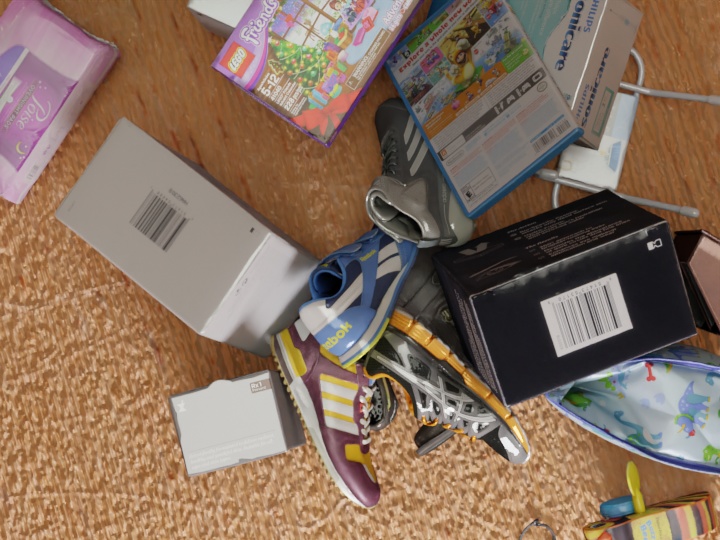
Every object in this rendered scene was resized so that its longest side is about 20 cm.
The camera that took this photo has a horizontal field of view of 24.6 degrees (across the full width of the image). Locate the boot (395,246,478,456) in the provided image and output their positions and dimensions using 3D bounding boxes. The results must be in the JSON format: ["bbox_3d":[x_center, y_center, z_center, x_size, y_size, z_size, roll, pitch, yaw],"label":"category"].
[{"bbox_3d":[0.069,0.070,1.714,0.173,0.069,0.201,37,84,6],"label":"boot"}]

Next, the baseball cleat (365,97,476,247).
[{"bbox_3d":[0.041,-0.103,1.661,0.105,0.070,0.201,-6,45,-29],"label":"baseball cleat"}]

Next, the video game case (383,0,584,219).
[{"bbox_3d":[0.117,-0.172,1.616,0.143,0.018,0.201,-38,64,23],"label":"video game case"}]

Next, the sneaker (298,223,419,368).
[{"bbox_3d":[0.000,0.000,1.634,0.082,0.201,0.074,35,135,-12],"label":"sneaker"}]

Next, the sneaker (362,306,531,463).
[{"bbox_3d":[0.087,0.126,1.628,0.200,0.078,0.077,42,89,-5],"label":"sneaker"}]

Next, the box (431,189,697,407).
[{"bbox_3d":[0.190,0.021,1.575,0.194,0.200,0.119,-20,104,-3],"label":"box"}]

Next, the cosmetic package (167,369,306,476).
[{"bbox_3d":[-0.119,0.151,1.649,0.105,0.200,0.091,-15,88,4],"label":"cosmetic package"}]

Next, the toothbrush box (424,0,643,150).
[{"bbox_3d":[0.162,-0.220,1.656,0.198,0.085,0.148,18,90,35],"label":"toothbrush box"}]

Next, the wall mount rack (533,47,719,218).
[{"bbox_3d":[0.274,-0.134,1.695,0.172,0.075,0.203,14,90,4],"label":"wall mount rack"}]

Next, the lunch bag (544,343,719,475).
[{"bbox_3d":[0.272,0.121,1.642,0.197,0.170,0.129,9,91,3],"label":"lunch bag"}]

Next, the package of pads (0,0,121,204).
[{"bbox_3d":[-0.354,-0.183,1.731,0.120,0.076,0.201,34,91,5],"label":"package of pads"}]

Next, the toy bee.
[{"bbox_3d":[0.270,0.276,1.672,0.199,0.109,0.132,-35,89,2],"label":"toy bee"}]

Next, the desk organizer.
[{"bbox_3d":[0.335,0.011,1.628,0.071,0.200,0.078,30,93,3],"label":"desk organizer"}]

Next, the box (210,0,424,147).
[{"bbox_3d":[-0.033,-0.239,1.584,0.136,0.039,0.201,33,90,3],"label":"box"}]

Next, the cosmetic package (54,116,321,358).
[{"bbox_3d":[-0.162,-0.027,1.636,0.199,0.200,0.124,37,93,18],"label":"cosmetic package"}]

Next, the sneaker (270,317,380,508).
[{"bbox_3d":[-0.012,0.137,1.648,0.089,0.075,0.202,-27,92,5],"label":"sneaker"}]

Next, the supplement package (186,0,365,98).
[{"bbox_3d":[-0.045,-0.310,1.680,0.189,0.147,0.202,24,90,3],"label":"supplement package"}]

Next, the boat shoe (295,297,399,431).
[{"bbox_3d":[-0.022,0.074,1.715,0.071,0.061,0.203,-30,88,2],"label":"boat shoe"}]
